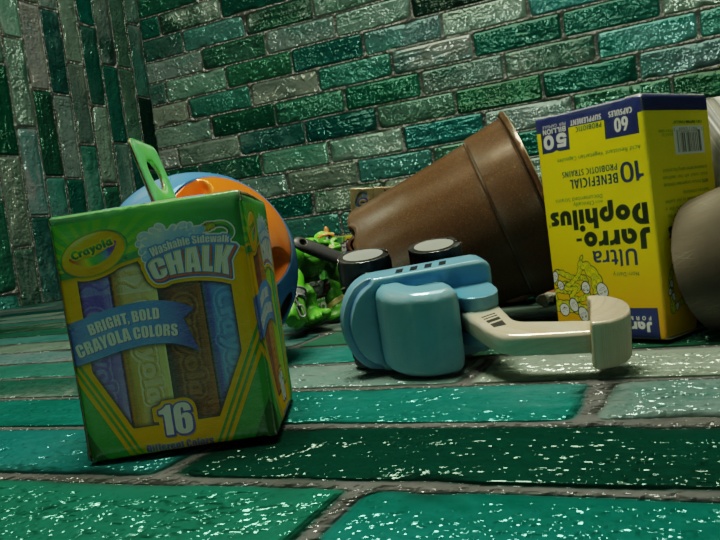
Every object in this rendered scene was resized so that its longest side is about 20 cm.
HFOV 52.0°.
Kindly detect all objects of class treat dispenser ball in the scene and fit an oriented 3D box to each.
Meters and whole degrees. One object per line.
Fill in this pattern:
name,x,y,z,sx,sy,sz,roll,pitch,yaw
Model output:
treat dispenser ball,-0.163,0.001,0.752,0.200,0.202,0.201,-7,3,0

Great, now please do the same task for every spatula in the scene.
spatula,0.000,0.000,0.959,0.200,0.057,0.021,26,-41,-24

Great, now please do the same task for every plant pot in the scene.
plant pot,0.104,-0.037,0.797,0.198,0.201,0.200,-24,0,11

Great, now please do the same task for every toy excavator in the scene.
toy excavator,0.086,0.042,0.587,0.194,0.100,0.200,-10,17,-7

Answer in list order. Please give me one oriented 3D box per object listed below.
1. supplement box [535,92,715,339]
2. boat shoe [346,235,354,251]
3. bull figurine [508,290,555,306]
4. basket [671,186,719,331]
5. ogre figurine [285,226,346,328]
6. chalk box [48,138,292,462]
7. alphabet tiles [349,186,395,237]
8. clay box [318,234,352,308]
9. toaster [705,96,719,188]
supplement box,0.241,-0.047,0.658,0.109,0.201,0.109,-10,4,-38
boat shoe,0.080,-0.038,1.004,0.199,0.071,0.070,-13,-18,6
bull figurine,0.178,0.014,0.948,0.199,0.065,0.121,-10,7,3
basket,0.347,-0.024,0.536,0.200,0.180,0.136,-16,29,51
ogre figurine,-0.061,0.011,0.989,0.200,0.120,0.098,-17,-10,-45
chalk box,-0.123,0.010,0.510,0.123,0.201,0.124,-7,4,1
alphabet tiles,0.088,-0.038,1.052,0.199,0.168,0.008,-1,16,4
clay box,0.014,-0.002,1.135,0.200,0.115,0.048,-11,6,-37
toaster,0.404,-0.075,0.689,0.180,0.200,0.119,-7,40,3
